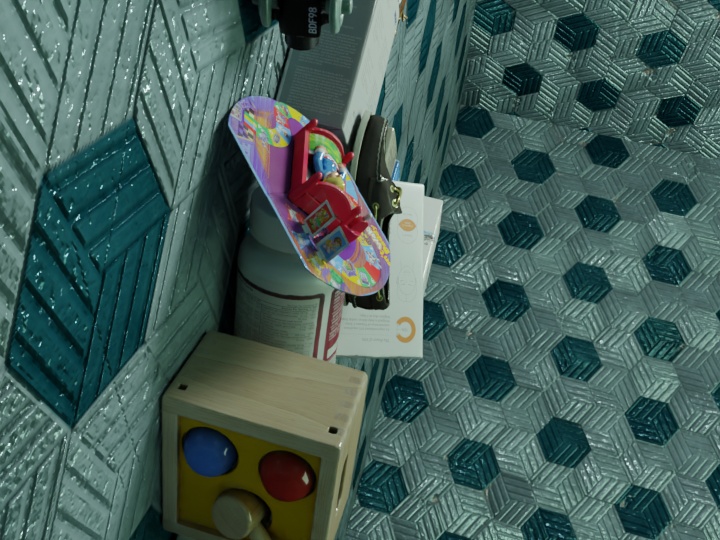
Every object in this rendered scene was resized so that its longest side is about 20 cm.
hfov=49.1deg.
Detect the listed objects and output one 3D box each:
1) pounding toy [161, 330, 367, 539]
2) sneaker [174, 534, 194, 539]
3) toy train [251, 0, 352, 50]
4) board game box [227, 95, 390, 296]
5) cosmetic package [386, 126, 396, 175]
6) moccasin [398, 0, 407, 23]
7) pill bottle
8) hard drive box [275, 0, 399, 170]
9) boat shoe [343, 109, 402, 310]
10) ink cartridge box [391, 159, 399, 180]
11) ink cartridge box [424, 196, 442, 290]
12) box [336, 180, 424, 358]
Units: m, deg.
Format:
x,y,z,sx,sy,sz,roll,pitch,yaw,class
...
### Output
x,y,z,sx,sy,sz,roll,pitch,yaw,class
-0.081,0.195,0.699,0.143,0.180,0.203,-63,164,-58,pounding toy
-0.140,0.310,0.829,0.200,0.082,0.082,73,32,-76,sneaker
-0.041,-0.277,0.614,0.202,0.083,0.116,93,3,-51,toy train
-0.025,-0.077,0.677,0.039,0.202,0.157,-33,170,27,board game box
-0.016,-0.087,1.049,0.104,0.085,0.204,76,27,-76,cosmetic package
0.028,-0.339,1.009,0.078,0.072,0.205,109,-7,-77,moccasin
-0.069,0.022,0.773,0.110,0.107,0.203,-63,164,-59,pill bottle
-0.019,-0.225,0.843,0.156,0.075,0.204,64,40,-78,hard drive box
0.014,-0.061,0.824,0.072,0.059,0.206,-38,136,-79,boat shoe
0.006,-0.071,1.235,0.201,0.083,0.147,84,21,-68,ink cartridge box
0.065,-0.029,1.497,0.148,0.142,0.203,88,17,-63,ink cartridge box
0.000,0.000,0.925,0.097,0.122,0.205,-11,-104,63,box
